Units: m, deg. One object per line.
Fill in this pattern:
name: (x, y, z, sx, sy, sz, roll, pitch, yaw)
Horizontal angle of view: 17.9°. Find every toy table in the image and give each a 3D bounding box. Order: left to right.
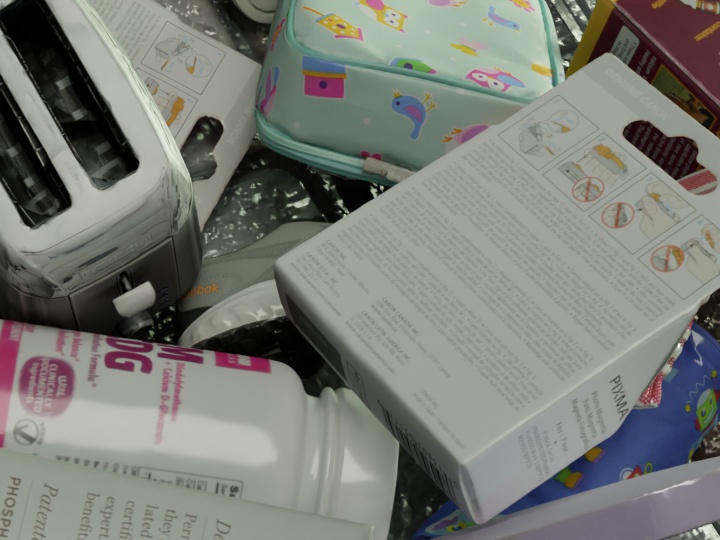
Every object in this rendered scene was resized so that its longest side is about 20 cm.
toy table: (0.093, 0.157, 0.959, 0.183, 0.200, 0.118, -15, 86, -37)

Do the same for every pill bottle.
pill bottle: (-0.088, 0.092, 1.065, 0.199, 0.114, 0.114, 9, 56, -7)

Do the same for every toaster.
toaster: (-0.153, -0.062, 1.090, 0.113, 0.129, 0.201, -28, 83, -11)

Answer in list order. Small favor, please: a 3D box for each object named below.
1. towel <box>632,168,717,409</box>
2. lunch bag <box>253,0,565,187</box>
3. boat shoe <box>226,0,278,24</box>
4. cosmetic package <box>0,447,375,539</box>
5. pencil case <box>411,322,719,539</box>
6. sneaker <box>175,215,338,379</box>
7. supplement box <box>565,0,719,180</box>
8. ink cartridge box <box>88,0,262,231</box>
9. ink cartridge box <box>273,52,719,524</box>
towel: (0.124, 0.017, 1.136, 0.030, 0.146, 0.200, 54, 46, -15)
lunch bag: (0.030, -0.104, 1.199, 0.159, 0.077, 0.200, 16, 27, -6)
boat shoe: (-0.029, -0.225, 1.315, 0.060, 0.074, 0.201, 10, 64, 45)
cosmetic package: (-0.114, 0.194, 0.960, 0.199, 0.168, 0.167, 12, 55, -6)
pencil case: (0.101, 0.102, 1.123, 0.087, 0.078, 0.200, 17, 49, 38)
sneaker: (0.000, 0.000, 1.152, 0.199, 0.074, 0.080, -14, 51, -3)
supplement box: (0.209, -0.069, 1.236, 0.085, 0.111, 0.200, -34, 70, -29)
ink cartridge box: (-0.161, -0.086, 1.211, 0.199, 0.050, 0.161, 30, 56, -3)
ink cartridge box: (0.084, 0.003, 1.051, 0.199, 0.057, 0.163, -30, 47, -16)
